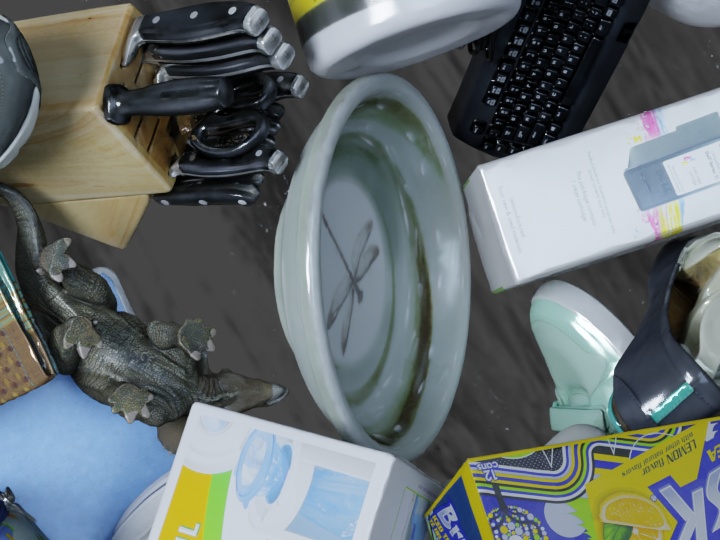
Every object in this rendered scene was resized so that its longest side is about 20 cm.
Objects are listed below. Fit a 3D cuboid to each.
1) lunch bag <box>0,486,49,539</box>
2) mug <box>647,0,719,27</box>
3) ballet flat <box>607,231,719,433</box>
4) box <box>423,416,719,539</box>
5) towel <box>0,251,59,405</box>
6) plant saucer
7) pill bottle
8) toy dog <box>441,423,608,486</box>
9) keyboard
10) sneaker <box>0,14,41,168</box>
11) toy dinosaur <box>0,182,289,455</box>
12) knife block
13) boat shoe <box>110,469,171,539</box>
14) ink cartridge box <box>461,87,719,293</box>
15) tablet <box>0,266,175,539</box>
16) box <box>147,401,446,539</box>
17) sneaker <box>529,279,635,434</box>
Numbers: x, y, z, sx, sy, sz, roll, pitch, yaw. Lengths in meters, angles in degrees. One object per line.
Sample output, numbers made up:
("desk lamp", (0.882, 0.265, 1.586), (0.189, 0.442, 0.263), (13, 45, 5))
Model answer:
("lunch bag", (-0.224, 0.189, 0.766), (0.200, 0.161, 0.083), (-40, 95, -6))
("mug", (0.186, -0.247, 0.926), (0.176, 0.147, 0.201), (53, 41, -32))
("ballet flat", (0.186, 0.024, 0.879), (0.073, 0.073, 0.200), (46, 35, -6))
("box", (0.136, 0.117, 0.777), (0.198, 0.064, 0.071), (-6, 62, -24))
("towel", (-0.245, -0.012, 0.818), (0.146, 0.022, 0.201), (-25, 93, 27))
("plant saucer", (0.000, 0.000, 0.857), (0.050, 0.200, 0.202), (-2, 84, 25))
("pill bottle", (-0.001, -0.207, 0.820), (0.113, 0.114, 0.202), (-17, 87, -15))
("toy dog", (0.055, 0.166, 0.865), (0.198, 0.096, 0.133), (-18, 64, 9))
("keyboard", (0.098, -0.133, 0.876), (0.103, 0.201, 0.040), (14, 40, -9))
("sneaker", (-0.229, -0.054, 0.741), (0.199, 0.085, 0.075), (-22, 97, 27))
("toy dinosaur", (-0.131, 0.036, 0.832), (0.199, 0.102, 0.077), (32, 69, -7))
("knife block", (-0.132, -0.089, 0.802), (0.198, 0.176, 0.064), (21, 59, -10))
("boat shoe", (-0.116, 0.184, 0.834), (0.073, 0.065, 0.201), (34, 77, -9))
("ink cartridge box", (0.161, -0.050, 0.892), (0.198, 0.117, 0.068), (-18, 87, -3))
("tablet", (-0.151, 0.112, 0.873), (0.129, 0.014, 0.202), (-24, 91, -15))
("box", (-0.045, 0.180, 0.780), (0.112, 0.101, 0.202), (11, 76, 24))
("sneaker", (0.118, 0.113, 0.905), (0.118, 0.074, 0.202), (-27, 93, -19))
